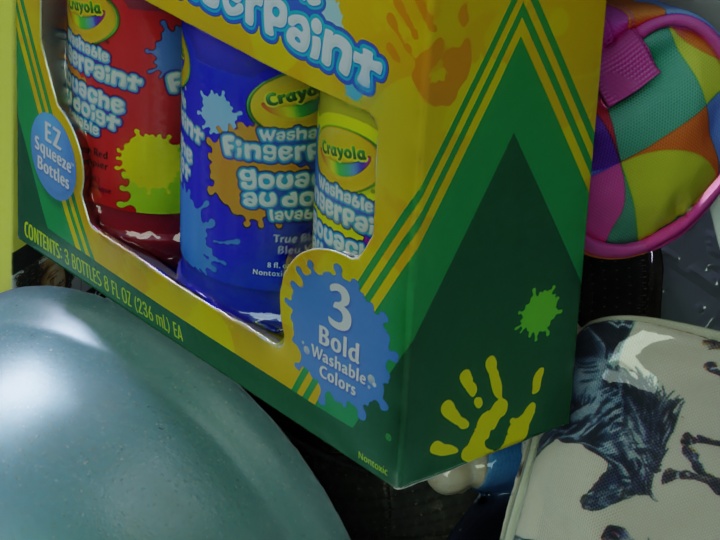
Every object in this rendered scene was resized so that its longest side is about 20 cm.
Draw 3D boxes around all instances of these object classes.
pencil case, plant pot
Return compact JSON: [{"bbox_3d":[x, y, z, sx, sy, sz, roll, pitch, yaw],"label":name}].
[{"bbox_3d":[0.037,-0.071,0.920,0.200,0.088,0.088,32,98,51],"label":"pencil case"},{"bbox_3d":[-0.112,0.124,0.949,0.200,0.134,0.201,25,135,29],"label":"plant pot"},{"bbox_3d":[0.068,0.112,0.856,0.089,0.078,0.200,16,71,7],"label":"pencil case"}]

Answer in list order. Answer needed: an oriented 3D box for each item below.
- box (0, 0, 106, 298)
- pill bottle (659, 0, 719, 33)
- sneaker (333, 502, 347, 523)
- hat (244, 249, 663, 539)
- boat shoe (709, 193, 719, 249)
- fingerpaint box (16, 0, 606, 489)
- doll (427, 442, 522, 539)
[{"bbox_3d":[-0.113,-0.068,0.981,0.050,0.075,0.200,29,134,25],"label":"box"},{"bbox_3d":[0.190,-0.085,0.933,0.200,0.113,0.113,37,98,14],"label":"pill bottle"},{"bbox_3d":[0.025,0.089,1.003,0.200,0.074,0.116,28,85,15],"label":"sneaker"},{"bbox_3d":[0.000,0.000,0.970,0.200,0.081,0.201,-8,57,13],"label":"hat"},{"bbox_3d":[0.179,0.021,0.919,0.060,0.076,0.200,-10,124,44],"label":"boat shoe"},{"bbox_3d":[-0.023,-0.055,0.853,0.200,0.073,0.167,31,128,42],"label":"fingerpaint box"},{"bbox_3d":[0.057,0.119,0.923,0.200,0.048,0.137,-43,106,-16],"label":"doll"}]
